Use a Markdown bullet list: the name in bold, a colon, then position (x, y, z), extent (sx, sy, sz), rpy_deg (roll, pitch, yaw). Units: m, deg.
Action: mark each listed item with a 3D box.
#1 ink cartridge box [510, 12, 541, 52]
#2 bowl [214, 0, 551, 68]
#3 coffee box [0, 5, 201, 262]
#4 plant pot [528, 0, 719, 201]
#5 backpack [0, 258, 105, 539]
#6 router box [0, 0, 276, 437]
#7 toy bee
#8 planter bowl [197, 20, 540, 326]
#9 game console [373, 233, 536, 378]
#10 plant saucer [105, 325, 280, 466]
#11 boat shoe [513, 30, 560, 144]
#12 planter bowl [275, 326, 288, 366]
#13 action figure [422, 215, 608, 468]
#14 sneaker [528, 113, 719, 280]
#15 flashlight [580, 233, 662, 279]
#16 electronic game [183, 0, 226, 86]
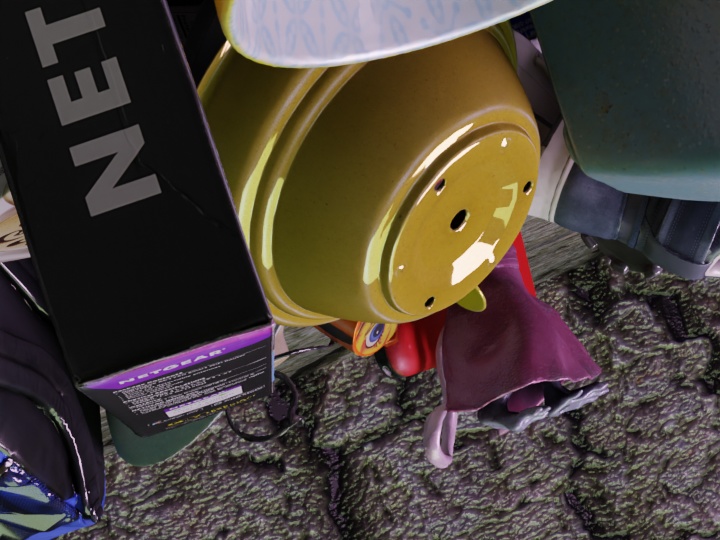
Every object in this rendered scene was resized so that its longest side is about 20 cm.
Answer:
- **ink cartridge box**: position (0.072, -0.129, 0.929), extent (0.098, 0.040, 0.200), rpy_deg (-23, 173, -1)
- **bowl**: position (0.032, -0.153, 0.411), extent (0.198, 0.109, 0.200), rpy_deg (-23, 172, -3)
- **coffee box**: position (-0.121, -0.065, 0.664), extent (0.112, 0.081, 0.199), rpy_deg (-29, 170, 38)
- **plant pot**: position (0.182, -0.124, 0.636), extent (0.198, 0.198, 0.196), rpy_deg (-20, 172, 18)
- **backpack**: position (-0.242, 0.059, 0.741), extent (0.166, 0.164, 0.201), rpy_deg (-23, 144, 5)
- **router box**: position (-0.077, -0.060, 0.387), extent (0.050, 0.202, 0.149), rpy_deg (-19, 172, -7)
- **toy bee**: position (0.000, 0.000, 0.810), extent (0.200, 0.131, 0.109), rpy_deg (-40, 158, 9)
- **planter bowl**: position (0.018, -0.041, 0.605), extent (0.199, 0.083, 0.202), rpy_deg (-32, 143, -28)
- **game console**: position (0.016, -0.016, 0.970), extent (0.118, 0.175, 0.199), rpy_deg (-15, 178, 36)
- **plant saucer**: position (-0.099, 0.012, 0.801), extent (0.039, 0.203, 0.200), rpy_deg (33, 140, -25)
- **boat shoe**: position (0.112, -0.096, 0.854), extent (0.071, 0.066, 0.199), rpy_deg (20, 180, 33)
- **planter bowl**: position (-0.132, 0.033, 0.990), extent (0.199, 0.136, 0.200), rpy_deg (-29, 176, -2)
- **action figure**: position (0.072, 0.005, 0.882), extent (0.148, 0.202, 0.134), rpy_deg (-29, 166, 4)
- **sneaker**: position (0.195, -0.088, 0.777), extent (0.204, 0.145, 0.077), rpy_deg (-61, 163, -18)
- **flashlight**: position (0.209, -0.078, 0.862), extent (0.067, 0.068, 0.201), rpy_deg (14, -126, 36)
- **electronic game**: position (-0.006, -0.092, 0.641), extent (0.199, 0.042, 0.201), rpy_deg (-33, 143, -28)
